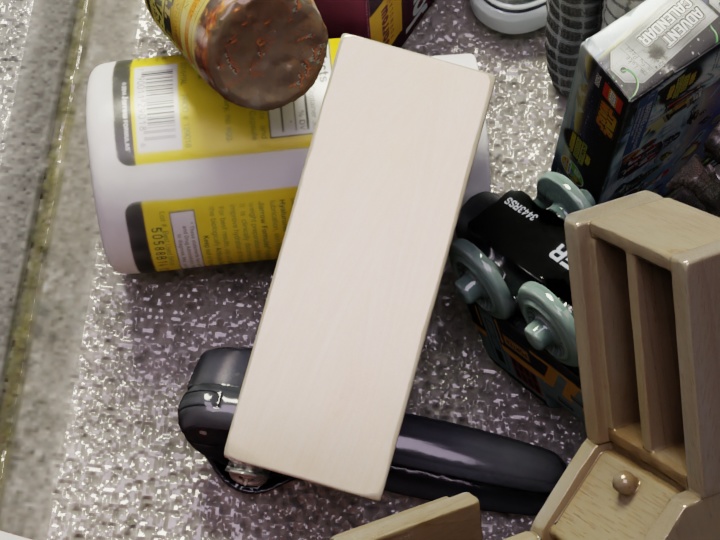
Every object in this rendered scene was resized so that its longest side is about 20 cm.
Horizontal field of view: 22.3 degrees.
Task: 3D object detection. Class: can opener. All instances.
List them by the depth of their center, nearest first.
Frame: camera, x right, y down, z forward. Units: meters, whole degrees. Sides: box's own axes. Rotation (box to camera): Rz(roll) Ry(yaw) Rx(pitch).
[{"bbox_3d":[0.005,0.085,0.911,0.199,0.063,0.079,12,69,7],"label":"can opener"}]

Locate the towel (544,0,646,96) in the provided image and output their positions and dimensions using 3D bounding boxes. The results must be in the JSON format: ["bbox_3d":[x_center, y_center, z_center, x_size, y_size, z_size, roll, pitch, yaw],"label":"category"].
[{"bbox_3d":[0.179,-0.188,0.962,0.086,0.166,0.200,40,74,20],"label":"towel"}]

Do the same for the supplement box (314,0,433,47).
[{"bbox_3d":[0.022,-0.217,1.006,0.085,0.110,0.200,30,72,13],"label":"supplement box"}]

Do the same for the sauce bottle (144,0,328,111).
[{"bbox_3d":[-0.076,-0.138,0.911,0.066,0.066,0.200,-29,30,-9],"label":"sauce bottle"}]

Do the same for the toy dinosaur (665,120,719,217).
[{"bbox_3d":[0.201,-0.024,0.871,0.102,0.200,0.077,37,93,11],"label":"toy dinosaur"}]

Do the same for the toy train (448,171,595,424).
[{"bbox_3d":[0.120,0.033,0.871,0.085,0.114,0.200,-37,43,-15],"label":"toy train"}]

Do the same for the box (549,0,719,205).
[{"bbox_3d":[0.162,-0.090,0.903,0.137,0.200,0.040,-35,74,-11],"label":"box"}]

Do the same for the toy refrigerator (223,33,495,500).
[{"bbox_3d":[0.000,0.000,0.855,0.076,0.070,0.201,15,85,1],"label":"toy refrigerator"}]

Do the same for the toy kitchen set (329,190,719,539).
[{"bbox_3d":[0.042,0.076,0.743,0.199,0.163,0.181,-17,112,-22],"label":"toy kitchen set"}]

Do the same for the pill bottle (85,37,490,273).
[{"bbox_3d":[-0.036,-0.062,0.945,0.199,0.111,0.112,-5,68,0],"label":"pill bottle"}]

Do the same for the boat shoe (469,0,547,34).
[{"bbox_3d":[0.128,-0.222,1.026,0.072,0.071,0.200,34,74,14],"label":"boat shoe"}]

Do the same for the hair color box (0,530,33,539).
[{"bbox_3d":[-0.133,0.188,0.819,0.199,0.064,0.111,5,59,42],"label":"hair color box"}]
